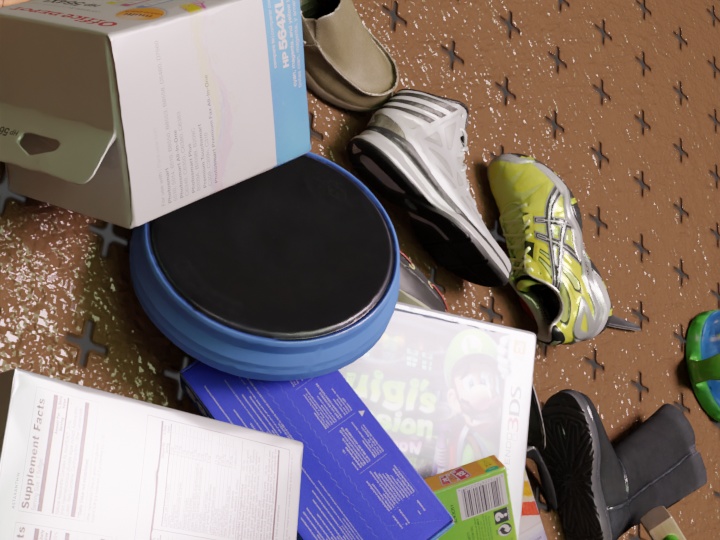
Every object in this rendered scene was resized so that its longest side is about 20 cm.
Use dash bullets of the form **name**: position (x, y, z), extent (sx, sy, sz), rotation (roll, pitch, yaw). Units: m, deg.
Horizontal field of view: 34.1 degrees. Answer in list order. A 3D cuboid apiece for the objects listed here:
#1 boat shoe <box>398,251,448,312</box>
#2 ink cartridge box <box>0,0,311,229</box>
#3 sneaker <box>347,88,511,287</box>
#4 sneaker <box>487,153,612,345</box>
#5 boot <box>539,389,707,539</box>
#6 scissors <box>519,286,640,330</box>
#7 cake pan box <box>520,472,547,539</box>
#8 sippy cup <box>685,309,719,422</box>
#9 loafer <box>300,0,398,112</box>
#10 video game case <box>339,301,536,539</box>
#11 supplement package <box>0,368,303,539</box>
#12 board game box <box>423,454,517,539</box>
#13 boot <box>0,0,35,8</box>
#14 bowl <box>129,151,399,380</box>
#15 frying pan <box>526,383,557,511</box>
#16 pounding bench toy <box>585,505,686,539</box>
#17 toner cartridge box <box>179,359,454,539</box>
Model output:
- **boat shoe**: position (-0.002, 0.002, 0.972), extent (0.201, 0.074, 0.063), rotation (43, 16, -15)
- **ink cartridge box**: position (-0.147, -0.120, 0.786), extent (0.200, 0.128, 0.126), rotation (-30, 126, -47)
- **sneaker**: position (0.089, -0.083, 1.060), extent (0.201, 0.076, 0.115), rotation (46, 64, -22)
- **sneaker**: position (0.174, -0.022, 1.135), extent (0.076, 0.075, 0.200), rotation (-21, 81, -40)
- **boot**: position (0.269, 0.174, 1.176), extent (0.200, 0.066, 0.165), rotation (-17, 102, -41)
- **scissors**: position (0.232, 0.049, 1.224), extent (0.200, 0.014, 0.073), rotation (33, 54, -35)
- **cake pan box**: position (0.066, 0.199, 0.983), extent (0.200, 0.052, 0.185), rotation (-14, 85, -45)
- **sippy cup**: position (0.468, 0.102, 1.356), extent (0.140, 0.130, 0.178), rotation (54, 47, -17)
- **loafer**: position (-0.033, -0.209, 1.000), extent (0.200, 0.067, 0.076), rotation (36, 55, -32)
- **video game case**: position (0.044, 0.119, 0.917), extent (0.200, 0.023, 0.182), rotation (13, 74, -23)
- **supplement package**: position (-0.161, 0.163, 0.694), extent (0.200, 0.152, 0.151), rotation (21, 63, -39)
- **board game box**: position (0.020, 0.212, 0.870), extent (0.200, 0.030, 0.096), rotation (-18, 113, -15)
- **boot**: position (-0.285, -0.170, 0.745), extent (0.155, 0.077, 0.200), rotation (23, 54, -43)
- **bowl**: position (-0.065, -0.014, 0.850), extent (0.200, 0.039, 0.201), rotation (8, 51, -10)
- **frying pan**: position (0.147, 0.133, 1.089), extent (0.190, 0.031, 0.115), rotation (77, -4, -47)
- **pounding bench toy**: position (0.272, 0.310, 1.035), extent (0.124, 0.156, 0.200), rotation (47, 69, -25)
- **toner cartridge box**: position (-0.033, 0.129, 0.831), extent (0.095, 0.043, 0.200), rotation (-34, 76, -17)
